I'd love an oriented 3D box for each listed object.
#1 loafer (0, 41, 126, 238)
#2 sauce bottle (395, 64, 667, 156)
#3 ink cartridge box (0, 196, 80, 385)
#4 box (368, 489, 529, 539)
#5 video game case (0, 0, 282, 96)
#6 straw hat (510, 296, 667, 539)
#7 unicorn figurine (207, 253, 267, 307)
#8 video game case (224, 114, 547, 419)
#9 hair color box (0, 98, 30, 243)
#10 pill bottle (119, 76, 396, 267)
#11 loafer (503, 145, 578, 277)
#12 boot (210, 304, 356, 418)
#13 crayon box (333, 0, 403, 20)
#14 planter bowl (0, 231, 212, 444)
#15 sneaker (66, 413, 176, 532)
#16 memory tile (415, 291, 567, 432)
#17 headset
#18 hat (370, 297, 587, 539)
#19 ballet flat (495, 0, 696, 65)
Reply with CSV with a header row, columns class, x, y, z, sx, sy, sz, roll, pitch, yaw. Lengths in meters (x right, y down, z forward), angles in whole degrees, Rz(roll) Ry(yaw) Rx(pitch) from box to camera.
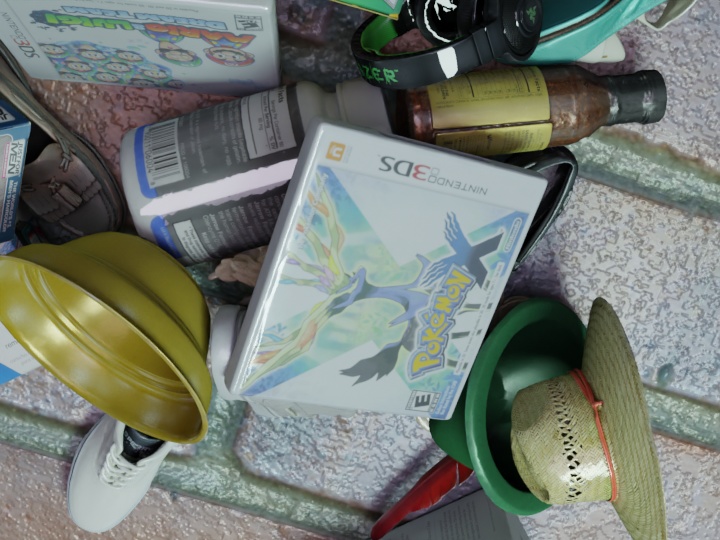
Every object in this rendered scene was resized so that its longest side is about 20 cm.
class,x,y,z,sx,sy,sz,roll,pitch,yaw
loafer,-0.263,-0.098,0.825,0.072,0.063,0.200,-34,105,10
sauce bottle,0.128,-0.120,0.794,0.200,0.066,0.066,-5,108,-9
ink cartridge box,-0.319,-0.009,0.852,0.116,0.067,0.200,-26,106,8
box,0.057,0.290,0.919,0.200,0.124,0.098,-26,107,9
video game case,-0.157,-0.166,0.748,0.200,0.182,0.024,5,81,-2
straw hat,0.155,0.124,0.781,0.085,0.201,0.201,-10,108,1
unicorn figurine,0.000,0.000,0.796,0.200,0.137,0.074,-16,89,-36
video game case,0.019,0.007,0.736,0.182,0.022,0.200,10,111,-27
hair color box,-0.326,-0.107,0.762,0.200,0.060,0.100,36,125,24
pill bottle,-0.070,-0.078,0.806,0.200,0.114,0.114,-14,107,5
loafer,0.094,-0.020,0.831,0.068,0.070,0.201,39,97,-11
boot,-0.049,0.073,0.820,0.095,0.200,0.074,0,75,8
crayon box,-0.082,-0.226,0.681,0.172,0.200,0.058,29,107,25
planter bowl,-0.172,0.032,0.774,0.200,0.200,0.084,43,60,-12
sneaker,-0.198,0.149,0.901,0.073,0.071,0.200,27,106,-8
memory tile,0.083,0.068,0.904,0.200,0.017,0.153,37,104,-12
headset,0.081,-0.203,0.765,0.200,0.123,0.094,-32,124,-16
hat,0.080,0.117,0.898,0.200,0.176,0.166,-53,122,-29
ballet flat,0.197,-0.197,0.795,0.200,0.067,0.070,-33,119,12
